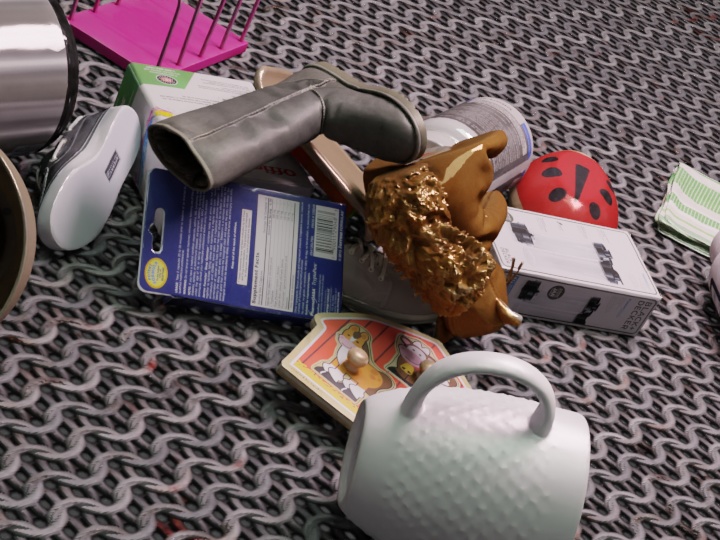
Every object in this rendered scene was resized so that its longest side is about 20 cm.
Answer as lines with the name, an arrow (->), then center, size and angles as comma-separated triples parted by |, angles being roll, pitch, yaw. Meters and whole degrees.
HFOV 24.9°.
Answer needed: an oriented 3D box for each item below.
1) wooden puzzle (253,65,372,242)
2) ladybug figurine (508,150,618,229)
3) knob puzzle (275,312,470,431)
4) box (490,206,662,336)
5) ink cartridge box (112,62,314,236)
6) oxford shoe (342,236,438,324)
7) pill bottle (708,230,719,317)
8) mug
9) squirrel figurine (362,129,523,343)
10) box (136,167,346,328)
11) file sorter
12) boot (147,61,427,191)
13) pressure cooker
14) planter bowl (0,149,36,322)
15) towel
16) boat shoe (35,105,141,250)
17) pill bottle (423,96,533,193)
wooden puzzle -> -0.039, -0.116, 1.663 | 0.200, 0.037, 0.185 | 54, 9, 0
ladybug figurine -> 0.241, -0.081, 1.889 | 0.135, 0.072, 0.200 | 22, 30, -4
knob puzzle -> 0.039, 0.097, 1.473 | 0.219, 0.030, 0.220 | 25, 30, -16
box -> 0.209, -0.001, 1.743 | 0.199, 0.060, 0.117 | 9, 38, -24
ink cartridge box -> -0.153, -0.115, 1.641 | 0.144, 0.084, 0.200 | 6, 34, -31
oxford shoe -> 0.000, 0.000, 1.601 | 0.199, 0.058, 0.075 | 20, 28, -11
pill bottle -> 0.454, 0.028, 1.833 | 0.111, 0.111, 0.200 | 16, 31, -14
mug -> 0.083, 0.145, 1.288 | 0.175, 0.200, 0.148 | 14, 36, -6
squirrel figurine -> 0.079, -0.016, 1.541 | 0.141, 0.187, 0.200 | -12, 12, 21
box -> -0.111, -0.019, 1.508 | 0.199, 0.032, 0.122 | 11, 72, -25
file sorter -> -0.218, -0.318, 1.877 | 0.139, 0.126, 0.200 | 33, 31, 14
boot -> -0.065, -0.121, 1.485 | 0.182, 0.073, 0.200 | 27, 35, 37
pressure cooker -> -0.380, -0.184, 1.496 | 0.200, 0.176, 0.179 | -11, 47, -44
planter bowl -> -0.342, -0.027, 1.286 | 0.200, 0.201, 0.135 | 26, 3, 3
towel -> 0.451, -0.065, 2.068 | 0.152, 0.023, 0.200 | 28, 30, 4
boat shoe -> -0.271, -0.088, 1.537 | 0.068, 0.072, 0.200 | -4, 40, 20
pill bottle -> 0.106, -0.120, 1.800 | 0.114, 0.114, 0.200 | 33, 27, 14
